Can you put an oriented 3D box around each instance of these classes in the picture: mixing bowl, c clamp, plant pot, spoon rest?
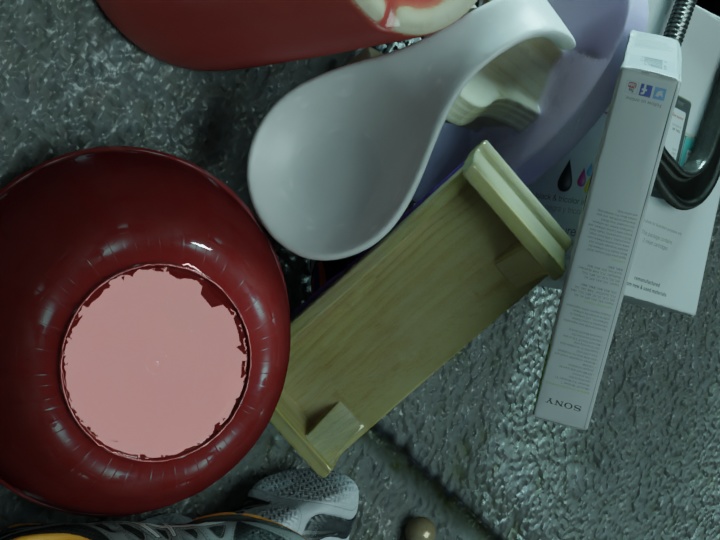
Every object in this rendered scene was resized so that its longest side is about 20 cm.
[{"bbox_3d":[-0.114,0.040,0.748,0.197,0.108,0.203,-2,97,-21],"label":"mixing bowl"},{"bbox_3d":[0.214,-0.149,0.954,0.170,0.027,0.203,29,76,-49],"label":"c clamp"},{"bbox_3d":[-0.029,-0.200,0.786,0.199,0.176,0.204,-12,107,-42],"label":"plant pot"},{"bbox_3d":[0.023,-0.087,0.797,0.199,0.100,0.061,-37,164,6],"label":"spoon rest"}]

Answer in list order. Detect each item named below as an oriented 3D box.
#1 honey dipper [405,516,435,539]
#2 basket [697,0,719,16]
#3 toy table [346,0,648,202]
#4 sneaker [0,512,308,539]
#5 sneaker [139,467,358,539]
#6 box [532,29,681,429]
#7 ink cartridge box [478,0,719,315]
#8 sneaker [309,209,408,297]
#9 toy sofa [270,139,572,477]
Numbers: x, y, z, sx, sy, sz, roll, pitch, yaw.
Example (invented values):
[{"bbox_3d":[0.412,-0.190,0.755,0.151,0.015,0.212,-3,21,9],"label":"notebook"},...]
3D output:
[{"bbox_3d":[0.003,0.263,1.025,0.038,0.038,0.202,46,61,-41],"label":"honey dipper"},{"bbox_3d":[0.337,-0.184,1.206,0.199,0.135,0.183,19,89,-50],"label":"basket"},{"bbox_3d":[0.072,-0.132,0.921,0.116,0.185,0.200,29,110,-35],"label":"toy table"},{"bbox_3d":[-0.113,0.168,0.777,0.197,0.077,0.080,-1,77,-7],"label":"sneaker"},{"bbox_3d":[-0.078,0.203,0.894,0.198,0.075,0.117,-17,112,-41],"label":"sneaker"},{"bbox_3d":[0.143,-0.027,0.842,0.144,0.036,0.203,-54,158,-69],"label":"box"},{"bbox_3d":[0.161,-0.088,1.030,0.145,0.146,0.203,13,88,-45],"label":"ink cartridge box"},{"bbox_3d":[0.000,0.000,0.934,0.074,0.079,0.202,-3,122,-7],"label":"sneaker"},{"bbox_3d":[0.025,0.020,0.866,0.083,0.200,0.098,47,16,-5],"label":"toy sofa"}]
